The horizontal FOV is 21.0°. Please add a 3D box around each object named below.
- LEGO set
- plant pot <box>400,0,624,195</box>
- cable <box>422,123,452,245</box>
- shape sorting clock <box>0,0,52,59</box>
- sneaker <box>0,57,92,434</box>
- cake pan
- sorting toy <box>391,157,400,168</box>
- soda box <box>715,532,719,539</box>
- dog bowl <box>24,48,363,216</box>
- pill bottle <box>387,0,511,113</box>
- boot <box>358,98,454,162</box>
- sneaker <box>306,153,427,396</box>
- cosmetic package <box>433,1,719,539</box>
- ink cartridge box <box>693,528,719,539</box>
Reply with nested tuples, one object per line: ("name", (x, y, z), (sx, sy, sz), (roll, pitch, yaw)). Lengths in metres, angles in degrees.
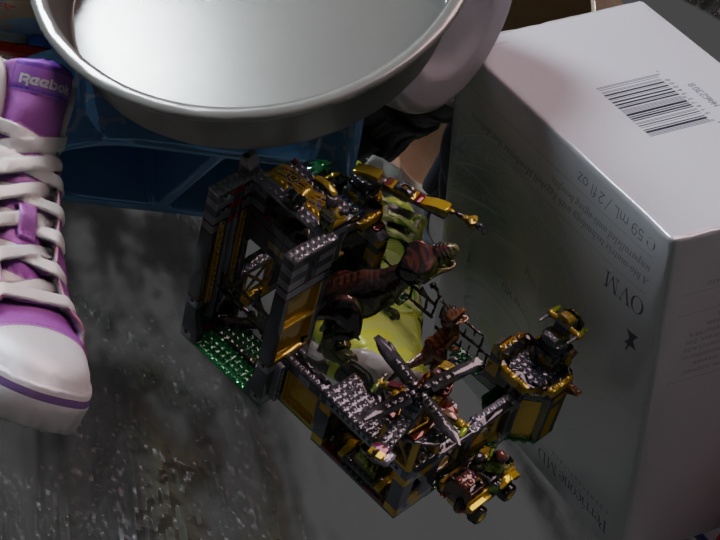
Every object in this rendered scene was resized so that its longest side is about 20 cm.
("LEGO set", (0.013, 0.008, 0.900), (0.153, 0.116, 0.200), (-22, 56, -32))
("plant pot", (0.152, -0.101, 1.341), (0.199, 0.188, 0.188), (26, 17, -38))
("cable", (0.115, -0.033, 1.171), (0.163, 0.200, 0.051), (43, 53, 9))
("shape sorting clock", (-0.160, -0.115, 0.985), (0.198, 0.040, 0.200), (7, -15, 2))
("sneaker", (-0.149, -0.027, 0.809), (0.072, 0.115, 0.201), (16, 24, -41))
("cake pan", (-0.046, -0.131, 0.856), (0.198, 0.037, 0.202), (-2, 53, 3))
("sorting toy", (-0.041, -0.160, 1.252), (0.184, 0.202, 0.036), (15, -21, -41))
("soda box", (0.244, 0.103, 0.945), (0.063, 0.201, 0.070), (22, 19, -21))
("dog bowl", (-0.089, -0.067, 1.003), (0.198, 0.111, 0.050), (6, 71, -27))
("pill bottle", (-0.029, -0.165, 0.982), (0.199, 0.112, 0.111), (29, 15, 28))
("boot", (-0.020, -0.155, 1.118), (0.079, 0.157, 0.213), (-18, 86, -37))
("sneaker", (0.000, 0.000, 1.035), (0.075, 0.077, 0.200), (24, 21, -24))
("cosmetic package", (0.139, 0.002, 1.010), (0.122, 0.202, 0.200), (-15, 39, -23))
("ink cartridge box", (0.270, 0.093, 1.060), (0.198, 0.200, 0.047), (46, 2, 38))
